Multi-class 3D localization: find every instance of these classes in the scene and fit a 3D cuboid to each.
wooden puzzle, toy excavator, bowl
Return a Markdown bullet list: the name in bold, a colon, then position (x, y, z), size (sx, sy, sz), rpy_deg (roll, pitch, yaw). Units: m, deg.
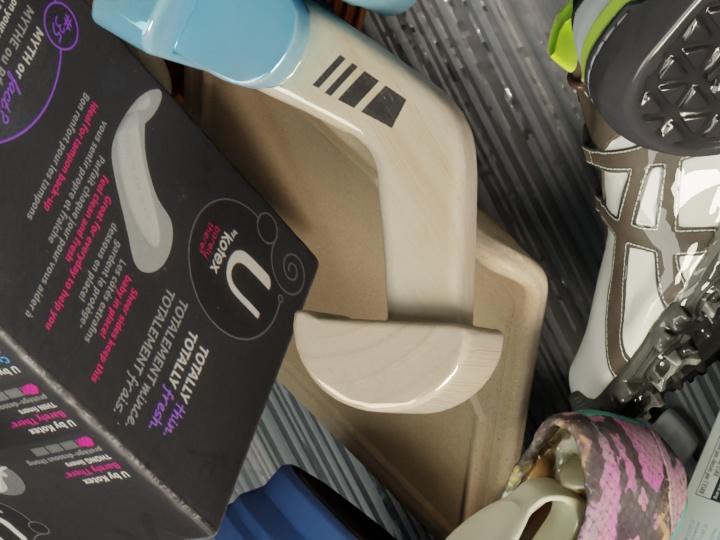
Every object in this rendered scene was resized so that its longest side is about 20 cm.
- **wooden puzzle**: position (0.000, 0.000, 0.957), size (0.185, 0.037, 0.201), rpy_deg (44, 154, 29)
- **toy excavator**: position (-0.016, -0.079, 0.832), size (0.199, 0.100, 0.196), rpy_deg (29, 97, 22)
- **bowl**: position (0.032, 0.144, 0.972), size (0.200, 0.039, 0.201), rpy_deg (41, 179, 1)

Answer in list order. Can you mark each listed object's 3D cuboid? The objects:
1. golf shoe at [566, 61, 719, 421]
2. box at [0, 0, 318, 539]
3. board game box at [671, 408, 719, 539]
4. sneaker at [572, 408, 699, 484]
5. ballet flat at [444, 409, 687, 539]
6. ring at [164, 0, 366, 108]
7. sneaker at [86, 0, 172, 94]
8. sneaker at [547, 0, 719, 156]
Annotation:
- **golf shoe**: position (0.102, -0.036, 0.835), size (0.094, 0.077, 0.201), rpy_deg (45, 132, 21)
- **box**: position (-0.123, -0.011, 0.879), size (0.106, 0.123, 0.200), rpy_deg (-12, 133, 38)
- **board game box**: position (0.180, 0.131, 0.807), size (0.199, 0.148, 0.064), rpy_deg (19, 171, 37)
- **sneaker**: position (0.111, 0.147, 0.943), size (0.075, 0.087, 0.201), rpy_deg (-29, 96, 50)
- **ballet flat**: position (0.030, 0.130, 0.832), size (0.071, 0.201, 0.069), rpy_deg (27, -178, -36)
- **ring**: position (-0.076, -0.143, 0.978), size (0.200, 0.019, 0.202), rpy_deg (25, 132, 31)
- **sneaker**: position (-0.118, -0.051, 1.006), size (0.105, 0.075, 0.201), rpy_deg (49, 157, 34)
- **sneaker**: position (0.122, -0.118, 0.717), size (0.200, 0.072, 0.083), rpy_deg (-41, 40, 19)
